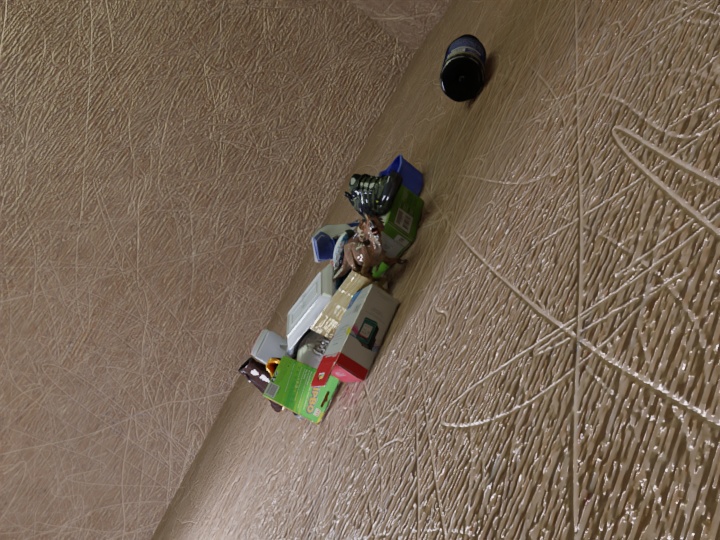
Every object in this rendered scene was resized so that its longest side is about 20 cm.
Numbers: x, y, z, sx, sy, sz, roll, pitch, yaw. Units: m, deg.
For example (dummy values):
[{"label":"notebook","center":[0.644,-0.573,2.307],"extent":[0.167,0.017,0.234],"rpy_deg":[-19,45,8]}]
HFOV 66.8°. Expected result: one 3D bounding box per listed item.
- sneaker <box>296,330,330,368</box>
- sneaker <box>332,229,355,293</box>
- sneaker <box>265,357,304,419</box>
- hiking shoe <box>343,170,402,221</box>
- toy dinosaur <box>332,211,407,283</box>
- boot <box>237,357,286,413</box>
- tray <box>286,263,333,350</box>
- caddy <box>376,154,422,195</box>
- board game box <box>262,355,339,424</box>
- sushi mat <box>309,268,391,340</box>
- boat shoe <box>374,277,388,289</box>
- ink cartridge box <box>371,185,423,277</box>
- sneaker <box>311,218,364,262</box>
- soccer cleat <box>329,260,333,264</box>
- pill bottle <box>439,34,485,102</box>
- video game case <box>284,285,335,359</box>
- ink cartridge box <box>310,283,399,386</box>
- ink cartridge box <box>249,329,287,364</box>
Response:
[{"label":"sneaker","center":[-0.092,0.161,1.324],"extent":[0.205,0.069,0.080],"rpy_deg":[-61,14,-9]},{"label":"sneaker","center":[-0.039,-0.011,1.244],"extent":[0.088,0.072,0.206],"rpy_deg":[-121,29,-49]},{"label":"sneaker","center":[-0.161,0.266,1.240],"extent":[0.080,0.076,0.199],"rpy_deg":[-60,34,7]},{"label":"hiking shoe","center":[0.020,-0.173,1.200],"extent":[0.077,0.099,0.199],"rpy_deg":[-62,11,-24]},{"label":"toy dinosaur","center":[0.004,-0.045,1.122],"extent":[0.197,0.138,0.086],"rpy_deg":[-20,16,46]},{"label":"boot","center":[-0.241,0.290,1.407],"extent":[0.200,0.163,0.074],"rpy_deg":[-42,18,56]},{"label":"tray","center":[-0.121,0.080,1.237],"extent":[0.201,0.022,0.110],"rpy_deg":[-50,30,34]},{"label":"caddy","center":[0.084,-0.215,1.400],"extent":[0.143,0.103,0.202],"rpy_deg":[-55,12,23]},{"label":"board game box","center":[-0.122,0.248,1.142],"extent":[0.196,0.030,0.098],"rpy_deg":[8,65,49]},{"label":"sushi mat","center":[-0.024,0.084,1.136],"extent":[0.201,0.094,0.012],"rpy_deg":[-52,11,36]},{"label":"boat shoe","center":[-0.007,0.075,1.181],"extent":[0.196,0.071,0.071],"rpy_deg":[-24,11,39]},{"label":"ink cartridge box","center":[0.053,-0.074,1.254],"extent":[0.200,0.074,0.150],"rpy_deg":[-48,15,41]},{"label":"sneaker","center":[-0.021,-0.083,1.363],"extent":[0.195,0.084,0.114],"rpy_deg":[-21,15,-32]},{"label":"soccer cleat","center":[-0.048,-0.037,1.479],"extent":[0.086,0.068,0.202],"rpy_deg":[-49,32,15]},{"label":"pill bottle","center":[0.260,-0.516,1.369],"extent":[0.112,0.110,0.203],"rpy_deg":[-49,15,40]},{"label":"video game case","center":[-0.127,0.145,1.413],"extent":[0.200,0.022,0.185],"rpy_deg":[-47,-14,-47]},{"label":"ink cartridge box","center":[-0.012,0.137,1.018],"extent":[0.205,0.066,0.116],"rpy_deg":[-64,11,-19]},{"label":"ink cartridge box","center":[-0.231,0.239,1.552],"extent":[0.085,0.144,0.199],"rpy_deg":[-61,10,-13]}]
